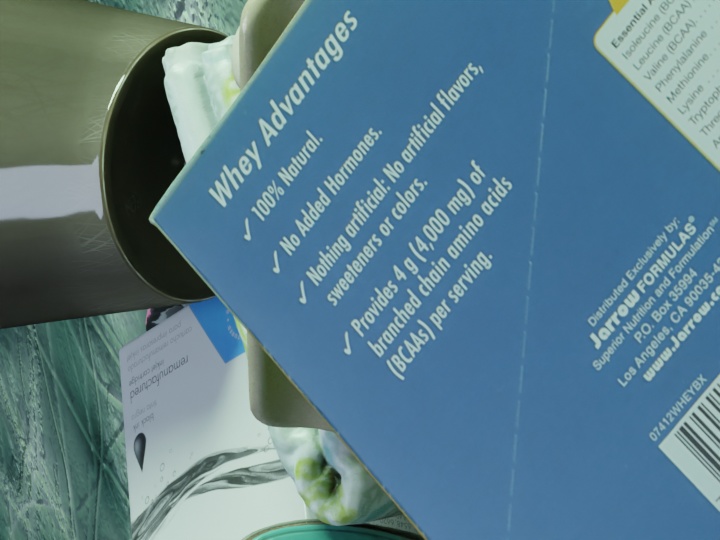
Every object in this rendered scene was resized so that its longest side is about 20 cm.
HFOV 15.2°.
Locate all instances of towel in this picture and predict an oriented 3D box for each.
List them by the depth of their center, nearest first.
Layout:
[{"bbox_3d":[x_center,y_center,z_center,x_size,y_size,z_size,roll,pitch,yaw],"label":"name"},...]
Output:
[{"bbox_3d":[0.000,0.000,1.095,0.048,0.171,0.201,-23,81,29],"label":"towel"}]

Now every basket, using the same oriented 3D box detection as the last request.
[{"bbox_3d":[-0.142,-0.049,1.159,0.199,0.136,0.181,3,79,39],"label":"basket"}]

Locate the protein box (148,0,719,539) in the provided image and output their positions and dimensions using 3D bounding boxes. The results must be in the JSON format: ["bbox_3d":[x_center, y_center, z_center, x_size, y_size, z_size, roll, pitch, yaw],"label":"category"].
[{"bbox_3d":[0.094,-0.017,0.689,0.200,0.135,0.199,48,113,26],"label":"protein box"}]

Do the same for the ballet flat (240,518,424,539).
[{"bbox_3d":[0.043,0.142,1.045,0.064,0.199,0.068,103,176,-68],"label":"ballet flat"}]

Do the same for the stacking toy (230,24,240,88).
[{"bbox_3d":[0.051,-0.034,1.023,0.146,0.146,0.201,30,148,62],"label":"stacking toy"}]

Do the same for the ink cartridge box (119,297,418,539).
[{"bbox_3d":[-0.037,0.108,1.135,0.116,0.068,0.201,-32,54,40],"label":"ink cartridge box"}]

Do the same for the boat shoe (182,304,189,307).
[{"bbox_3d":[-0.020,0.021,1.240,0.199,0.068,0.074,39,131,-2],"label":"boat shoe"}]

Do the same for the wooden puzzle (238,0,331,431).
[{"bbox_3d":[0.055,-0.002,0.925,0.037,0.199,0.186,-62,-23,-54],"label":"wooden puzzle"}]

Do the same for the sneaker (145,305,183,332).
[{"bbox_3d":[-0.059,-0.035,1.339,0.200,0.080,0.087,136,145,-54],"label":"sneaker"}]
